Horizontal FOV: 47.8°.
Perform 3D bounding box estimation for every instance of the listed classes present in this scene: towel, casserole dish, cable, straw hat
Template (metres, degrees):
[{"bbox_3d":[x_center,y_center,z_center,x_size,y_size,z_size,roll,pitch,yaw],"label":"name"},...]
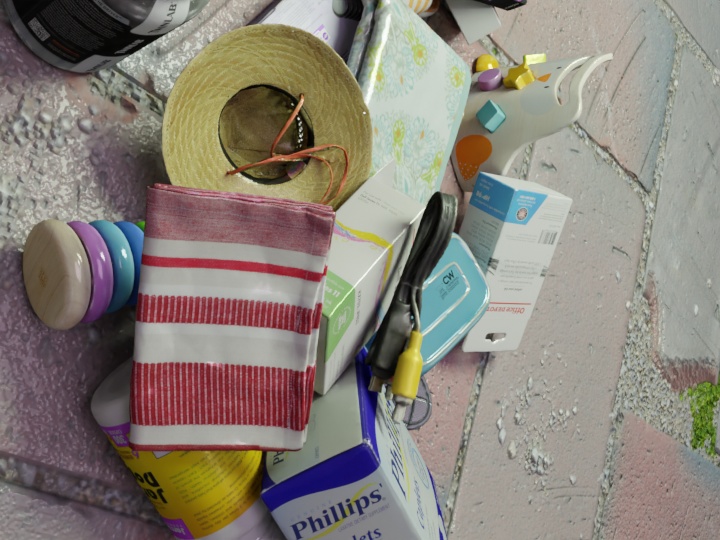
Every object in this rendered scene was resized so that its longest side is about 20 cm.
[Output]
[{"bbox_3d":[-0.098,0.043,0.617,0.141,0.023,0.205,4,102,-18],"label":"towel"},{"bbox_3d":[0.044,-0.165,0.856,0.170,0.047,0.204,27,75,-51],"label":"towel"},{"bbox_3d":[0.072,0.033,0.865,0.199,0.039,0.122,-39,101,-36],"label":"casserole dish"},{"bbox_3d":[0.050,0.031,0.725,0.049,0.097,0.204,19,96,-10],"label":"cable"},{"bbox_3d":[-0.090,-0.127,0.741,0.197,0.085,0.205,-9,117,-19],"label":"straw hat"}]

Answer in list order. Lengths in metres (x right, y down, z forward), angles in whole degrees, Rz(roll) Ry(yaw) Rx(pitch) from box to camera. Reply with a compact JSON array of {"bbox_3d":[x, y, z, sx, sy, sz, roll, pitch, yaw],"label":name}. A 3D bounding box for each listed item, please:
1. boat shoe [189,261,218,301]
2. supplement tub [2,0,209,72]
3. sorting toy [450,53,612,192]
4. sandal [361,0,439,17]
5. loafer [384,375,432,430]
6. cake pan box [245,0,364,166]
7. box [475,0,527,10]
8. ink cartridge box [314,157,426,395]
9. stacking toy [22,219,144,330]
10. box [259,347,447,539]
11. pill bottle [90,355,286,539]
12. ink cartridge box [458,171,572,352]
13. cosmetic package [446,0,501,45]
[{"bbox_3d":[-0.113,0.022,0.711,0.074,0.073,0.201,-63,162,-20],"label":"boat shoe"},{"bbox_3d":[-0.186,-0.234,0.621,0.121,0.198,0.126,3,86,-41],"label":"supplement tub"},{"bbox_3d":[0.212,-0.210,0.992,0.107,0.178,0.201,52,56,-26],"label":"sorting toy"},{"bbox_3d":[0.057,-0.326,0.908,0.206,0.058,0.081,-34,104,-56],"label":"sandal"},{"bbox_3d":[0.022,0.075,0.890,0.070,0.063,0.204,-15,85,-15],"label":"loafer"},{"bbox_3d":[-0.040,-0.199,0.851,0.185,0.052,0.201,52,56,-24],"label":"cake pan box"},{"bbox_3d":[0.111,-0.379,0.896,0.197,0.036,0.147,-2,87,-42],"label":"box"},{"bbox_3d":[0.000,0.000,0.751,0.200,0.067,0.118,-48,157,-35],"label":"ink cartridge box"},{"bbox_3d":[-0.181,-0.008,0.700,0.198,0.084,0.087,-11,94,-48],"label":"stacking toy"},{"bbox_3d":[0.000,0.203,0.760,0.202,0.103,0.185,62,8,-21],"label":"box"},{"bbox_3d":[-0.138,0.165,0.701,0.104,0.103,0.203,-41,113,-35],"label":"pill bottle"},{"bbox_3d":[0.168,-0.007,0.986,0.114,0.066,0.204,3,110,-42],"label":"ink cartridge box"},{"bbox_3d":[0.102,-0.378,0.966,0.202,0.050,0.083,58,14,-24],"label":"cosmetic package"}]
